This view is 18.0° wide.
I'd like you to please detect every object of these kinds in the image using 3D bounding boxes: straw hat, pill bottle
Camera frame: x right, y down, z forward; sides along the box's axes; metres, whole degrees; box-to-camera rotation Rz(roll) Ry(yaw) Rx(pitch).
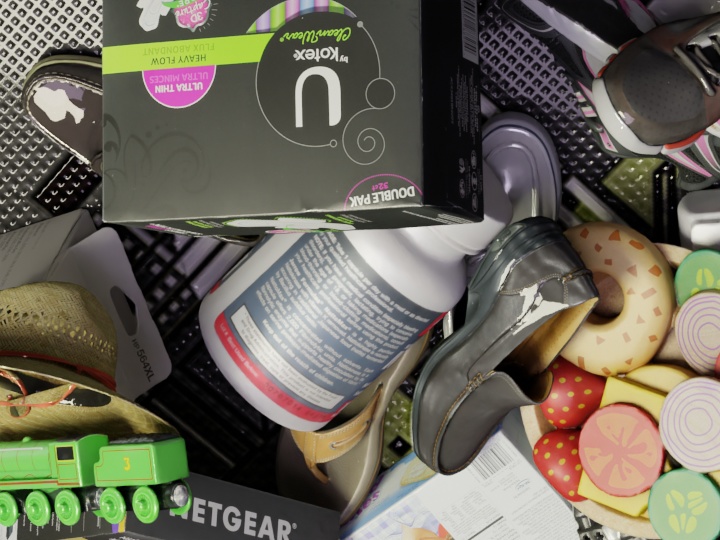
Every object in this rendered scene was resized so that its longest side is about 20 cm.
[{"bbox_3d":[-0.200,0.052,1.441,0.199,0.201,0.086,9,70,3],"label":"straw hat"},{"bbox_3d":[0.000,0.000,1.485,0.119,0.120,0.200,42,112,-12],"label":"pill bottle"}]

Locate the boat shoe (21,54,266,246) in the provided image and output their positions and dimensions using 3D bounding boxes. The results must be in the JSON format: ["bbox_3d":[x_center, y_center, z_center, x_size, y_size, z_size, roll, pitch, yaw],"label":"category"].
[{"bbox_3d":[-0.138,-0.080,1.526,0.199,0.065,0.074,25,114,-4],"label":"boat shoe"}]

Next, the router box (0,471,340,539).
[{"bbox_3d":[-0.137,0.179,1.555,0.156,0.053,0.199,-13,156,42],"label":"router box"}]

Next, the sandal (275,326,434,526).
[{"bbox_3d":[-0.013,0.092,1.579,0.080,0.054,0.201,35,114,22],"label":"sandal"}]

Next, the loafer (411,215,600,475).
[{"bbox_3d":[0.091,0.064,1.474,0.072,0.072,0.201,48,132,33],"label":"loafer"}]

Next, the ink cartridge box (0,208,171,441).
[{"bbox_3d":[-0.244,0.055,1.566,0.198,0.125,0.129,-17,111,14],"label":"ink cartridge box"}]

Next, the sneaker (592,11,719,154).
[{"bbox_3d":[0.228,-0.138,1.396,0.077,0.199,0.082,59,149,8],"label":"sneaker"}]

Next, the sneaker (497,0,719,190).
[{"bbox_3d":[0.167,-0.117,1.469,0.199,0.080,0.087,35,124,-3],"label":"sneaker"}]

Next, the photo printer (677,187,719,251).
[{"bbox_3d":[0.303,0.040,1.522,0.165,0.070,0.202,-6,113,11],"label":"photo printer"}]

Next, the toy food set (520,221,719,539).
[{"bbox_3d":[0.189,0.077,1.478,0.197,0.049,0.202,19,102,27],"label":"toy food set"}]

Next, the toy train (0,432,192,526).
[{"bbox_3d":[-0.182,0.131,1.434,0.199,0.042,0.057,-6,92,41],"label":"toy train"}]

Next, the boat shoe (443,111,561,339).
[{"bbox_3d":[0.095,-0.004,1.530,0.073,0.065,0.202,5,114,5],"label":"boat shoe"}]

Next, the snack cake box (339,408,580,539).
[{"bbox_3d":[0.061,0.191,1.620,0.199,0.067,0.115,-36,106,20],"label":"snack cake box"}]

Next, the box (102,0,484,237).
[{"bbox_3d":[-0.039,-0.099,1.336,0.198,0.124,0.150,-3,86,19],"label":"box"}]

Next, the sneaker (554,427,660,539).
[{"bbox_3d":[0.171,0.106,1.571,0.066,0.090,0.202,-16,86,30],"label":"sneaker"}]
